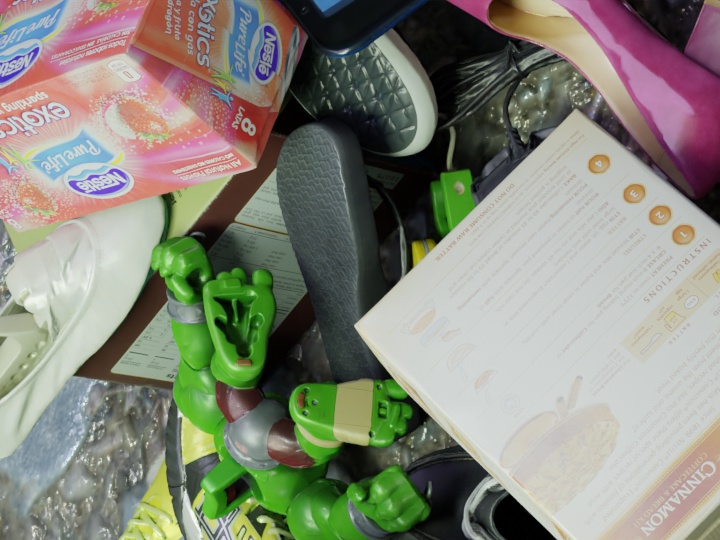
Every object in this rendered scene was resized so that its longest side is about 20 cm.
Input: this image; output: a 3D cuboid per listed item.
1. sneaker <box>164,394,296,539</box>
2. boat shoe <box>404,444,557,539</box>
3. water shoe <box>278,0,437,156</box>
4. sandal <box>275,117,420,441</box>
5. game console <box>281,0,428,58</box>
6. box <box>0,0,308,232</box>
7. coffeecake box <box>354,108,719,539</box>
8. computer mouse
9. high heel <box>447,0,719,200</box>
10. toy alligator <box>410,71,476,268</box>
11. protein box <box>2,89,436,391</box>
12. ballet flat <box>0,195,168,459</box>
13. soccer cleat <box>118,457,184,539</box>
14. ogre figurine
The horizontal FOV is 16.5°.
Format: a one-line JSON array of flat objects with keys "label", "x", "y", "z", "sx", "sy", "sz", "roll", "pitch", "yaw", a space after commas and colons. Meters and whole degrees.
[{"label": "sneaker", "x": -0.057, "y": 0.146, "z": 1.401, "sx": 0.076, "sy": 0.075, "sz": 0.201, "roll": -18, "pitch": 78, "yaw": 42}, {"label": "boat shoe", "x": 0.083, "y": 0.118, "z": 1.257, "sx": 0.199, "sy": 0.067, "sz": 0.072, "roll": 3, "pitch": 84, "yaw": 49}, {"label": "water shoe", "x": -0.019, "y": -0.142, "z": 1.331, "sx": 0.200, "sy": 0.079, "sz": 0.072, "roll": 43, "pitch": 130, "yaw": 19}, {"label": "sandal", "x": 0.000, "y": 0.000, "z": 1.330, "sx": 0.076, "sy": 0.043, "sz": 0.201, "roll": 35, "pitch": 145, "yaw": 46}, {"label": "game console", "x": 0.001, "y": -0.238, "z": 1.252, "sx": 0.200, "sy": 0.118, "sz": 0.171, "roll": 54, "pitch": 150, "yaw": 40}, {"label": "box", "x": -0.138, "y": -0.099, "z": 1.304, "sx": 0.199, "sy": 0.103, "sz": 0.095, "roll": -12, "pitch": 48, "yaw": 43}, {"label": "coffeecake box", "x": 0.122, "y": 0.046, "z": 1.159, "sx": 0.153, "sy": 0.073, "sz": 0.200, "roll": -44, "pitch": 57, "yaw": -4}, {"label": "computer mouse", "x": 0.122, "y": -0.045, "z": 1.276, "sx": 0.140, "sy": 0.046, "sz": 0.201, "roll": -33, "pitch": 61, "yaw": 14}, {"label": "high heel", "x": 0.104, "y": -0.104, "z": 1.240, "sx": 0.199, "sy": 0.067, "sz": 0.096, "roll": 21, "pitch": 72, "yaw": 18}, {"label": "toy alligator", "x": 0.056, "y": -0.007, "z": 1.328, "sx": 0.054, "sy": 0.059, "sz": 0.201, "roll": 96, "pitch": 165, "yaw": -66}, {"label": "protein box", "x": -0.097, "y": -0.066, "z": 1.443, "sx": 0.200, "sy": 0.135, "sz": 0.199, "roll": -49, "pitch": 50, "yaw": 27}, {"label": "ballet flat", "x": -0.178, "y": 0.028, "z": 1.361, "sx": 0.200, "sy": 0.069, "sz": 0.070, "roll": -52, "pitch": 48, "yaw": 25}, {"label": "soccer cleat", "x": -0.132, "y": 0.185, "z": 1.446, "sx": 0.065, "sy": 0.083, "sz": 0.201, "roll": 10, "pitch": 80, "yaw": 62}, {"label": "ogre figurine", "x": -0.046, "y": 0.080, "z": 1.327, "sx": 0.098, "sy": 0.199, "sz": 0.120, "roll": -55, "pitch": -8, "yaw": -34}]
